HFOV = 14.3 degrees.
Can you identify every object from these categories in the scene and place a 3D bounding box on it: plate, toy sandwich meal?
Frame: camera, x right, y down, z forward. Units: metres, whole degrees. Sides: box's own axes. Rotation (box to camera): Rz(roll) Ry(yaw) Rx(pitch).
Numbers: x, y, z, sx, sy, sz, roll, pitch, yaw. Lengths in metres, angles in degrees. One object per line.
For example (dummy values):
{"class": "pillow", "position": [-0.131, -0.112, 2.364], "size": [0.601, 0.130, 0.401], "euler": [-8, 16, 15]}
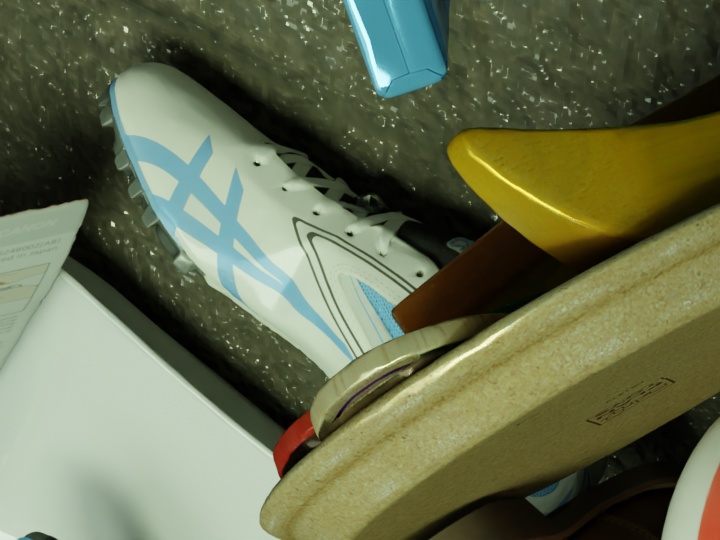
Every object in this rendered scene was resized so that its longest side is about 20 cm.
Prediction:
{"class": "plate", "position": [-0.061, 0.100, 1.037], "size": [0.200, 0.032, 0.200], "euler": [39, 141, 13]}
{"class": "toy sandwich meal", "position": [0.054, 0.000, 0.710], "size": [0.070, 0.205, 0.205], "euler": [61, 144, 12]}

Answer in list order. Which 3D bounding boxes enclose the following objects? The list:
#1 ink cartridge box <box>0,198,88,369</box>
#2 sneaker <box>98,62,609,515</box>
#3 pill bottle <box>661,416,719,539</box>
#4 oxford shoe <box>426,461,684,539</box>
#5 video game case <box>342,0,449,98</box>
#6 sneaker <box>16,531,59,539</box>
{"class": "ink cartridge box", "position": [-0.192, 0.020, 0.952], "size": [0.047, 0.160, 0.200], "euler": [67, 151, 19]}
{"class": "sneaker", "position": [0.000, 0.000, 0.876], "size": [0.200, 0.072, 0.073], "euler": [44, 104, 17]}
{"class": "pill bottle", "position": [0.180, 0.082, 0.722], "size": [0.200, 0.112, 0.113], "euler": [-4, 119, 45]}
{"class": "oxford shoe", "position": [0.061, 0.101, 0.795], "size": [0.071, 0.200, 0.071], "euler": [-42, 77, 21]}
{"class": "video game case", "position": [-0.008, -0.127, 0.672], "size": [0.018, 0.200, 0.144], "euler": [-18, 103, 7]}
{"class": "sneaker", "position": [-0.066, 0.173, 1.036], "size": [0.082, 0.073, 0.200], "euler": [-10, 121, 30]}
